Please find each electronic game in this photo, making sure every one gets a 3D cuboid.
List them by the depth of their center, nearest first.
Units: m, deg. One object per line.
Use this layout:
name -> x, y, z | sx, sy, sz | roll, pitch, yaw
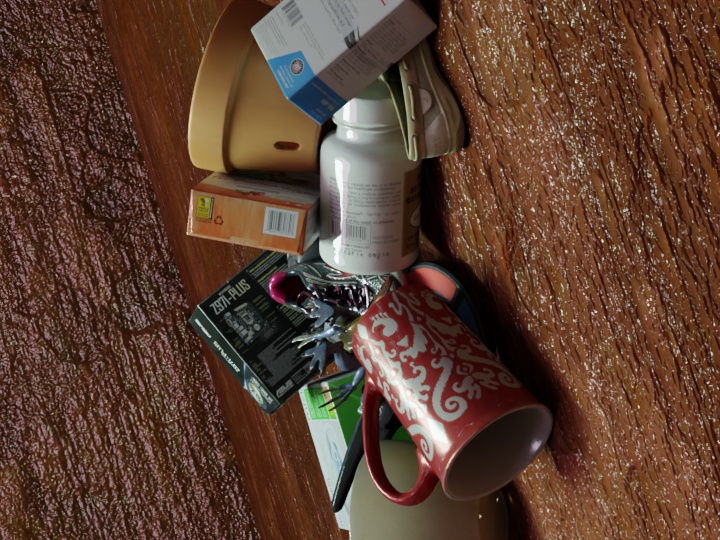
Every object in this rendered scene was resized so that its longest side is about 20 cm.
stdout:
electronic game -> 0.087, 0.089, 1.674 | 0.200, 0.041, 0.201 | 24, 118, 55

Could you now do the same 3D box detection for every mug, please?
mug -> 0.068, 0.127, 1.545 | 0.200, 0.177, 0.134 | 51, 162, 34

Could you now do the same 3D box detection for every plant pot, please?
plant pot -> -0.094, -0.195, 1.708 | 0.200, 0.139, 0.201 | 16, -90, -83
plant pot -> 0.092, 0.290, 1.727 | 0.200, 0.134, 0.202 | 26, -119, -59

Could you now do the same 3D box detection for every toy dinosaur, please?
toy dinosaur -> 0.004, 0.099, 1.683 | 0.181, 0.199, 0.106 | 23, -125, -52

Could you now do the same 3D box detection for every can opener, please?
can opener -> 0.012, 0.203, 1.813 | 0.063, 0.078, 0.201 | 29, 100, 30

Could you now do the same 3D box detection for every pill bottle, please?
pill bottle -> 0.012, -0.107, 1.670 | 0.114, 0.114, 0.201 | -132, 39, -59

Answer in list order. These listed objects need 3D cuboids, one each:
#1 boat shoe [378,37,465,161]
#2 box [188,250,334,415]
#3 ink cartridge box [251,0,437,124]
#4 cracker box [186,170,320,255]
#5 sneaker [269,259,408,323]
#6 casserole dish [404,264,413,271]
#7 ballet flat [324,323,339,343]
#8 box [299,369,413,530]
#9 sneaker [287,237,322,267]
boat shoe -> 0.043, -0.200, 1.568 | 0.073, 0.063, 0.202 | 101, 149, -60
box -> -0.089, 0.056, 1.928 | 0.164, 0.200, 0.086 | 49, 160, 2
ink cartridge box -> -0.003, -0.260, 1.542 | 0.068, 0.200, 0.116 | 33, -157, -51
cracker box -> -0.108, -0.077, 1.735 | 0.200, 0.133, 0.058 | -58, -23, -74
sneaker -> -0.021, 0.032, 1.729 | 0.199, 0.074, 0.081 | 4, 96, 46
casserole dish -> 0.067, 0.064, 1.815 | 0.122, 0.039, 0.201 | 90, 159, -48
ballet flat -> 0.000, 0.000, 1.812 | 0.072, 0.072, 0.202 | -135, 47, -61
box -> 0.008, 0.226, 1.936 | 0.176, 0.096, 0.201 | 162, 91, -73
sneaker -> -0.092, -0.052, 1.870 | 0.075, 0.199, 0.115 | 14, -91, -77
